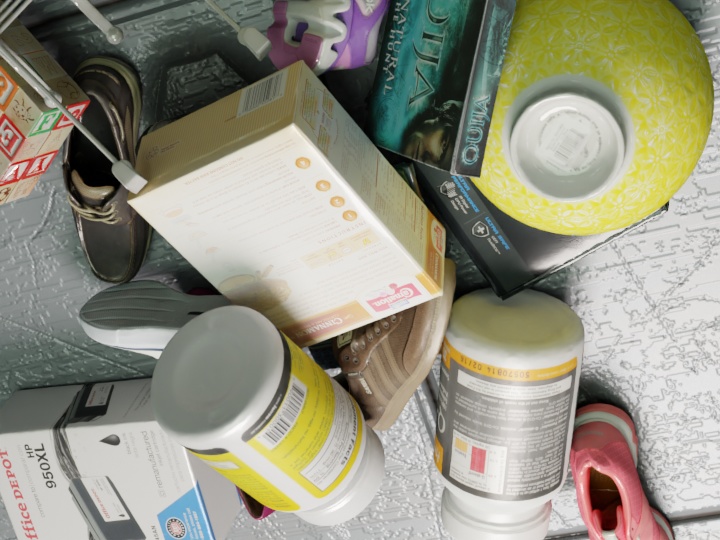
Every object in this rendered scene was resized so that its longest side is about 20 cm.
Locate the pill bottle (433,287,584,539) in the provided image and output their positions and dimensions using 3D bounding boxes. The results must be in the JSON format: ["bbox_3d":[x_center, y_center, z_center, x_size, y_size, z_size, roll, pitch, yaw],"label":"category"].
[{"bbox_3d":[0.119,0.125,1.233,0.115,0.117,0.201,8,117,10],"label":"pill bottle"}]

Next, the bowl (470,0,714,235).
[{"bbox_3d":[0.150,-0.105,1.064,0.198,0.108,0.202,5,116,11],"label":"bowl"}]

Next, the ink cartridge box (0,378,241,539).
[{"bbox_3d":[-0.227,0.183,1.367,0.198,0.084,0.146,-6,114,18],"label":"ink cartridge box"}]

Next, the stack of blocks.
[{"bbox_3d":[-0.322,-0.163,1.198,0.200,0.058,0.115,48,123,9],"label":"stack of blocks"}]

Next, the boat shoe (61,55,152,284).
[{"bbox_3d":[-0.220,-0.075,1.243,0.074,0.073,0.202,4,116,12],"label":"boat shoe"}]

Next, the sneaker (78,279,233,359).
[{"bbox_3d":[-0.155,0.059,1.257,0.199,0.073,0.071,8,132,37],"label":"sneaker"}]

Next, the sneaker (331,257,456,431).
[{"bbox_3d":[0.017,0.062,1.219,0.075,0.071,0.201,16,133,-9],"label":"sneaker"}]

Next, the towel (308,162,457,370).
[{"bbox_3d":[0.000,0.000,1.230,0.145,0.022,0.201,-8,130,18],"label":"towel"}]

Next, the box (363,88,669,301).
[{"bbox_3d":[0.122,-0.096,1.162,0.158,0.046,0.201,-29,105,25],"label":"box"}]

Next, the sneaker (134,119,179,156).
[{"bbox_3d":[-0.125,-0.048,1.236,0.087,0.074,0.201,13,140,40],"label":"sneaker"}]

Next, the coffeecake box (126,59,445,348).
[{"bbox_3d":[-0.051,-0.041,1.125,0.153,0.073,0.200,-22,131,27],"label":"coffeecake box"}]

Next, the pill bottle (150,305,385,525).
[{"bbox_3d":[-0.066,0.121,1.171,0.114,0.115,0.200,-17,143,21],"label":"pill bottle"}]

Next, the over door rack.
[{"bbox_3d":[-0.174,-0.166,1.099,0.148,0.067,0.200,-46,71,1],"label":"over door rack"}]

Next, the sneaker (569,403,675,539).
[{"bbox_3d":[0.215,0.217,1.271,0.073,0.087,0.201,-15,112,21],"label":"sneaker"}]

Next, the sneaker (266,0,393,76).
[{"bbox_3d":[-0.008,-0.238,1.113,0.080,0.088,0.202,20,103,45],"label":"sneaker"}]

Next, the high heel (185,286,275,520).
[{"bbox_3d":[-0.108,0.115,1.296,0.067,0.096,0.201,-22,109,23],"label":"high heel"}]

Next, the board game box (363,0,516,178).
[{"bbox_3d":[0.061,-0.177,1.064,0.028,0.135,0.202,5,101,-29],"label":"board game box"}]
